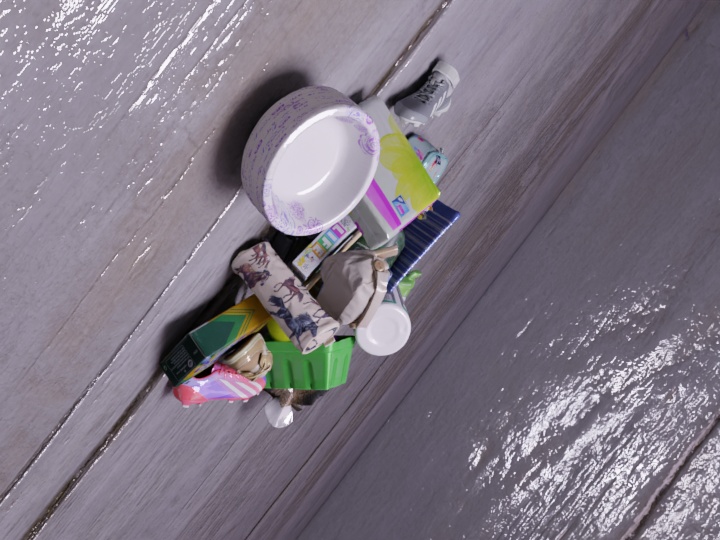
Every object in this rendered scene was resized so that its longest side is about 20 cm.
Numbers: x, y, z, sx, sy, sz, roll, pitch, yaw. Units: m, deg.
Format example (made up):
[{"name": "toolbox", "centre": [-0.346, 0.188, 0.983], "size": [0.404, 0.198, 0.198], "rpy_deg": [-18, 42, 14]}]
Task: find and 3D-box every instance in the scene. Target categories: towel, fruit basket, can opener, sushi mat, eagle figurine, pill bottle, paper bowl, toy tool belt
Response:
[{"name": "towel", "centre": [0.098, -0.055, 1.584], "size": [0.200, 0.145, 0.024], "rpy_deg": [-48, 119, -1]}, {"name": "fruit basket", "centre": [-0.121, 0.120, 1.564], "size": [0.218, 0.215, 0.155], "rpy_deg": [-56, 162, 14]}, {"name": "can opener", "centre": [-0.118, -0.044, 1.396], "size": [0.201, 0.066, 0.052], "rpy_deg": [-55, 164, 25]}, {"name": "sushi mat", "centre": [-0.040, -0.026, 1.422], "size": [0.200, 0.012, 0.096], "rpy_deg": [-46, 179, -8]}, {"name": "eagle figurine", "centre": [-0.141, 0.222, 1.760], "size": [0.150, 0.152, 0.201], "rpy_deg": [-18, 155, -43]}, {"name": "pill bottle", "centre": [0.031, 0.069, 1.629], "size": [0.114, 0.111, 0.201], "rpy_deg": [-57, -161, 20]}, {"name": "paper bowl", "centre": [-0.077, -0.160, 1.143], "size": [0.198, 0.104, 0.203], "rpy_deg": [-26, 141, -24]}, {"name": "toy tool belt", "centre": [-0.008, 0.037, 1.381], "size": [0.122, 0.126, 0.201], "rpy_deg": [-25, 157, -36]}]

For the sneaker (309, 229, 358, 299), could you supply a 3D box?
[{"name": "sneaker", "centre": [-0.052, -0.017, 1.588], "size": [0.202, 0.075, 0.087], "rpy_deg": [-56, 162, 13]}]

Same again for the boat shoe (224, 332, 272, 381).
[{"name": "boat shoe", "centre": [-0.184, 0.154, 1.425], "size": [0.073, 0.067, 0.200], "rpy_deg": [-35, 177, 2]}]

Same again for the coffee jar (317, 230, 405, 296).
[{"name": "coffee jar", "centre": [0.000, 0.000, 1.515], "size": [0.202, 0.084, 0.105], "rpy_deg": [-56, 166, -15]}]

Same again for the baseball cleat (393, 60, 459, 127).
[{"name": "baseball cleat", "centre": [0.119, -0.321, 1.472], "size": [0.200, 0.069, 0.108], "rpy_deg": [-41, 156, -60]}]

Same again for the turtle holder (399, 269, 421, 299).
[{"name": "turtle holder", "centre": [0.033, 0.028, 1.786], "size": [0.133, 0.140, 0.185], "rpy_deg": [-57, 166, 22]}]

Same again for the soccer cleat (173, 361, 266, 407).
[{"name": "soccer cleat", "centre": [-0.244, 0.193, 1.466], "size": [0.197, 0.066, 0.078], "rpy_deg": [-3, 116, -44]}]

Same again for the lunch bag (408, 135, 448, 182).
[{"name": "lunch bag", "centre": [0.097, -0.173, 1.662], "size": [0.202, 0.077, 0.160], "rpy_deg": [-55, 162, 12]}]

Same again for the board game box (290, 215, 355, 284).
[{"name": "board game box", "centre": [-0.064, -0.036, 1.418], "size": [0.135, 0.034, 0.200], "rpy_deg": [-46, 179, -9]}]

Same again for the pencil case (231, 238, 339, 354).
[{"name": "pencil case", "centre": [-0.119, 0.045, 1.328], "size": [0.078, 0.201, 0.089], "rpy_deg": [-44, 169, 14]}]

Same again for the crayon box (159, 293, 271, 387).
[{"name": "crayon box", "centre": [-0.224, 0.105, 1.361], "size": [0.199, 0.052, 0.125], "rpy_deg": [-35, 176, -46]}]

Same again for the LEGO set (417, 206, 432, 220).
[{"name": "LEGO set", "centre": [0.039, -0.135, 1.472], "size": [0.117, 0.153, 0.199], "rpy_deg": [-57, 159, 18]}]

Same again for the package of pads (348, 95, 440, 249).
[{"name": "package of pads", "centre": [0.023, -0.160, 1.297], "size": [0.154, 0.202, 0.068], "rpy_deg": [-38, -173, -37]}]
